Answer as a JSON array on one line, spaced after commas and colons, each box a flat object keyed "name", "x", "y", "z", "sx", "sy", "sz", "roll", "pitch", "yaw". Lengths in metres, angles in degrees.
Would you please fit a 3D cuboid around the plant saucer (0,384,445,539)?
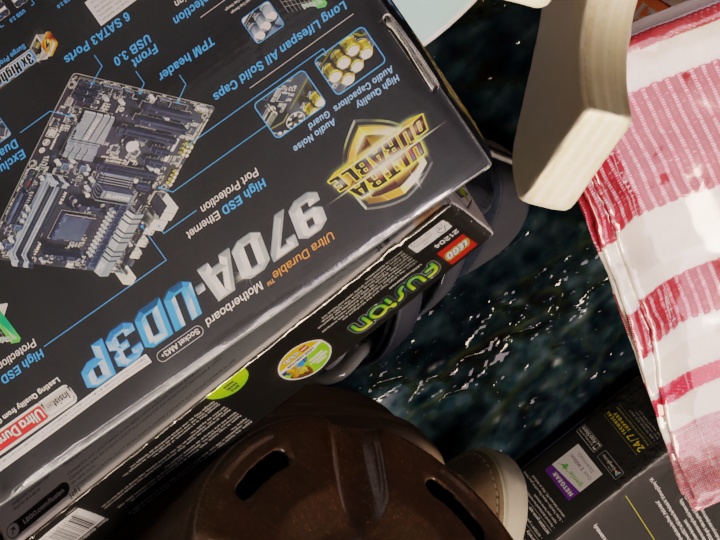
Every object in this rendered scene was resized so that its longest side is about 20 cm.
[{"name": "plant saucer", "x": -0.064, "y": 0.095, "z": 0.882, "sx": 0.198, "sy": 0.030, "sz": 0.200, "roll": -11, "pitch": 155, "yaw": -5}]

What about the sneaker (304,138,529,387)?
[{"name": "sneaker", "x": 0.000, "y": 0.000, "z": 0.862, "sx": 0.199, "sy": 0.079, "sz": 0.079, "roll": -12, "pitch": 133, "yaw": -34}]

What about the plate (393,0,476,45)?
[{"name": "plate", "x": -0.011, "y": -0.147, "z": 0.753, "sx": 0.199, "sy": 0.026, "sz": 0.201, "roll": -23, "pitch": 138, "yaw": -22}]

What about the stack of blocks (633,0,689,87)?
[{"name": "stack of blocks", "x": 0.175, "y": -0.140, "z": 0.862, "sx": 0.200, "sy": 0.059, "sz": 0.115, "roll": -50, "pitch": 146, "yaw": -1}]

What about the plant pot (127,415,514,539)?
[{"name": "plant pot", "x": -0.040, "y": 0.169, "z": 0.810, "sx": 0.199, "sy": 0.201, "sz": 0.198, "roll": -1, "pitch": 145, "yaw": -39}]

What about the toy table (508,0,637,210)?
[{"name": "toy table", "x": 0.094, "y": -0.121, "z": 0.699, "sx": 0.198, "sy": 0.118, "sz": 0.185, "roll": 3, "pitch": 140, "yaw": -14}]

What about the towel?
[{"name": "towel", "x": 0.163, "y": -0.014, "z": 0.818, "sx": 0.143, "sy": 0.023, "sz": 0.201, "roll": -21, "pitch": 114, "yaw": 2}]

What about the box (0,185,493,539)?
[{"name": "box", "x": -0.060, "y": 0.003, "z": 0.761, "sx": 0.200, "sy": 0.110, "sz": 0.035, "roll": -38, "pitch": 146, "yaw": 14}]

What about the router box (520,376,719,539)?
[{"name": "router box", "x": 0.130, "y": 0.160, "z": 1.143, "sx": 0.149, "sy": 0.051, "sz": 0.200, "roll": -38, "pitch": 142, "yaw": -1}]

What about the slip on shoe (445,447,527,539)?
[{"name": "slip on shoe", "x": 0.001, "y": 0.162, "z": 1.030, "sx": 0.060, "sy": 0.076, "sz": 0.200, "roll": 26, "pitch": 115, "yaw": -37}]

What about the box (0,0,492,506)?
[{"name": "box", "x": -0.082, "y": -0.045, "z": 0.677, "sx": 0.199, "sy": 0.046, "sz": 0.159, "roll": -35, "pitch": 99, "yaw": 7}]
